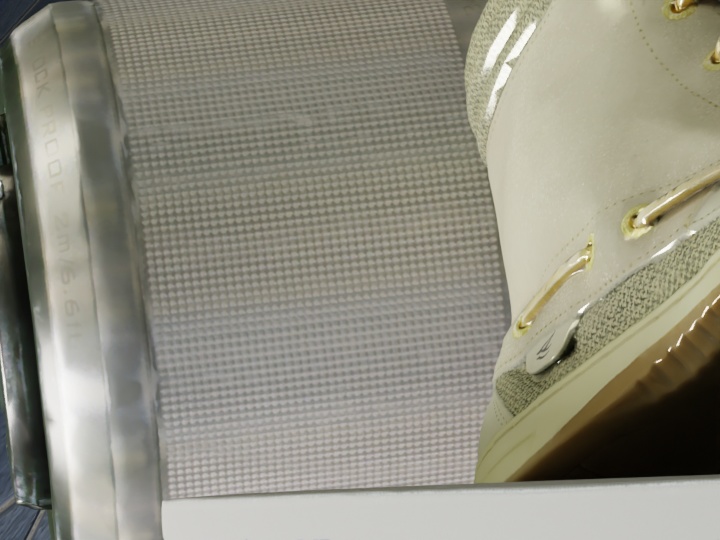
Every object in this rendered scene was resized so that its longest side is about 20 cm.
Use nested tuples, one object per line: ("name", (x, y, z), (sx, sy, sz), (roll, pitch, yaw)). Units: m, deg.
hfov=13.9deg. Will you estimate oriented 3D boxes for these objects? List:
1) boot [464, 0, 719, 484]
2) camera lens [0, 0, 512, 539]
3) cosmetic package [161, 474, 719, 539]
("boot", (0.092, -0.039, 0.622), (0.200, 0.072, 0.155), (-41, 37, 38))
("camera lens", (0.000, 0.000, 0.794), (0.160, 0.200, 0.160), (173, 90, -82))
("cosmetic package", (0.040, 0.114, 0.556), (0.200, 0.052, 0.151), (-6, 86, 50))
